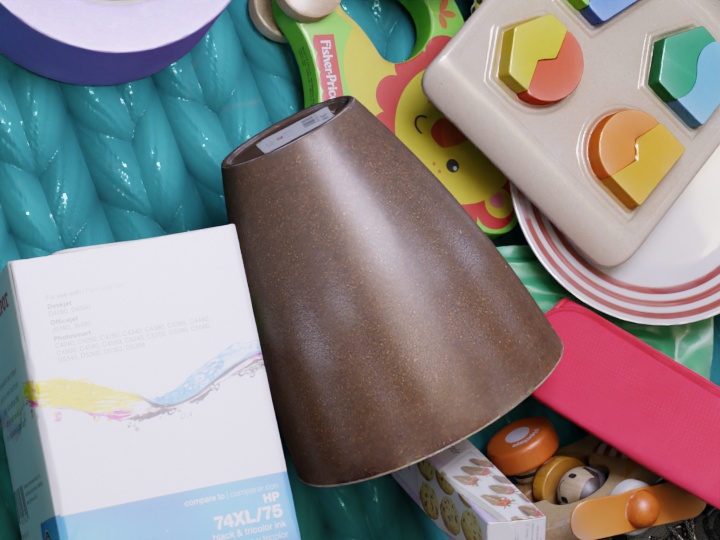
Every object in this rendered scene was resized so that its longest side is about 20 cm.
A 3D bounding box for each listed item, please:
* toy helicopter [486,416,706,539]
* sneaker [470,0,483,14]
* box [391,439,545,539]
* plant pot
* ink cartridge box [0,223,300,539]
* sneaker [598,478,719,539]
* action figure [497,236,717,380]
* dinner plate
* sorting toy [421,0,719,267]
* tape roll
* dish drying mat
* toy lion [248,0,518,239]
[{"bbox_3d":[0.184,0.123,1.663,0.200,0.132,0.079,-26,109,1],"label":"toy helicopter"},{"bbox_3d":[0.075,-0.255,1.764,0.075,0.076,0.200,14,48,-50],"label":"sneaker"},{"bbox_3d":[0.060,0.136,1.623,0.039,0.200,0.042,-4,109,-19],"label":"box"},{"bbox_3d":[0.000,0.000,1.611,0.187,0.187,0.200,-31,103,-19],"label":"plant pot"},{"bbox_3d":[-0.140,0.090,1.599,0.146,0.147,0.200,-10,83,-17],"label":"ink cartridge box"},{"bbox_3d":[0.209,0.178,1.695,0.200,0.114,0.076,-39,99,-20],"label":"sneaker"},{"bbox_3d":[0.137,0.023,1.741,0.200,0.055,0.118,3,80,-14],"label":"action figure"},{"bbox_3d":[0.194,-0.061,1.732,0.200,0.024,0.201,2,78,-9],"label":"dinner plate"},{"bbox_3d":[0.164,-0.132,1.693,0.185,0.036,0.200,44,75,-12],"label":"sorting toy"},{"bbox_3d":[-0.170,-0.226,1.687,0.200,0.085,0.200,3,78,-14],"label":"tape roll"},{"bbox_3d":[0.179,0.083,1.640,0.200,0.018,0.077,32,64,35],"label":"dish drying mat"},{"bbox_3d":[0.035,-0.114,1.740,0.191,0.069,0.200,-6,80,-24],"label":"toy lion"}]
